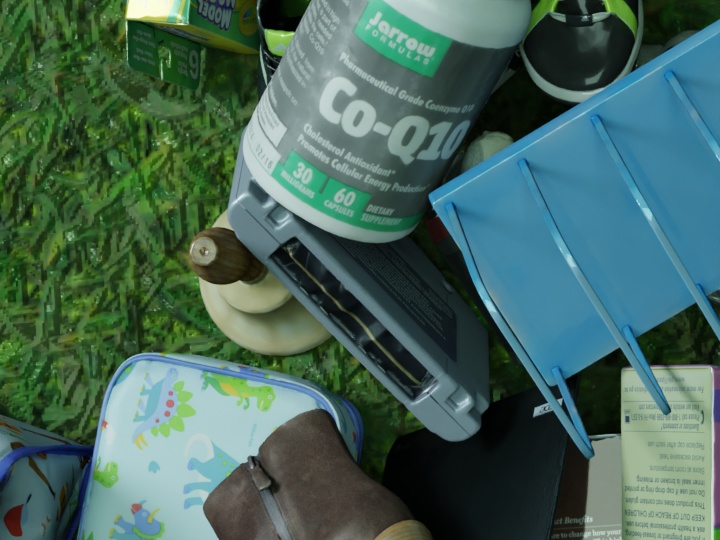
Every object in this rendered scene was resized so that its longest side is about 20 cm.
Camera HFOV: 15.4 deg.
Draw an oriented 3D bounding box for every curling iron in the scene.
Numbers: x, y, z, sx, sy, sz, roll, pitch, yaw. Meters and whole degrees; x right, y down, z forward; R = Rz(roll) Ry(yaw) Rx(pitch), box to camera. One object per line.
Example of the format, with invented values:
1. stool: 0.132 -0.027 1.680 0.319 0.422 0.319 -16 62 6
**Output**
1. curling iron: 0.044 -0.023 1.586 0.049 0.026 0.200 -23 115 37

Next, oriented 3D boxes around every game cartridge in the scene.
1. game cartridge: 0.000 0.000 1.556 0.041 0.133 0.200 -37 108 22

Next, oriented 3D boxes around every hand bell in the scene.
1. hand bell: -0.068 -0.003 1.556 0.104 0.200 0.105 0 88 10

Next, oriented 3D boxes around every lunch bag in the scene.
1. lunch bag: -0.086 0.156 1.611 0.160 0.082 0.201 11 89 12
2. lunch bag: -0.269 0.136 1.585 0.169 0.200 0.124 11 85 10

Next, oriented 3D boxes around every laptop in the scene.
1. laptop: 0.091 0.188 1.548 0.177 0.103 0.200 -24 98 49

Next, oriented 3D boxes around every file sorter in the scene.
1. file sorter: 0.164 -0.014 1.413 0.200 0.123 0.139 -31 118 7

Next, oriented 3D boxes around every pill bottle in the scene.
1. pill bottle: 0.024 -0.125 1.451 0.113 0.113 0.200 34 118 11

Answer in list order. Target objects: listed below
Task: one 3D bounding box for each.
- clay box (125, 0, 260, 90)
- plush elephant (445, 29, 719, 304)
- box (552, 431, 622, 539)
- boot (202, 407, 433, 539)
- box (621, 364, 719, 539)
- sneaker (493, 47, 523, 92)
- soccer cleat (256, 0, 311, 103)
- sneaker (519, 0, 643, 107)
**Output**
1. clay box: -0.091 -0.213 1.612 0.047 0.115 0.201 6 88 21
2. plush elephant: 0.161 -0.082 1.539 0.199 0.165 0.155 22 87 6
3. box: 0.151 0.195 1.569 0.100 0.075 0.201 -4 88 11
4. boot: -0.047 0.197 1.523 0.200 0.072 0.166 -44 52 6
5. box: 0.245 0.152 1.498 0.175 0.097 0.201 2 87 -26
6. sneaker: 0.074 -0.138 1.555 0.074 0.089 0.200 37 125 -14
7. soccer cleat: -0.037 -0.132 1.589 0.067 0.081 0.201 10 118 15
8. sneaker: 0.115 -0.190 1.461 0.071 0.083 0.201 -3 74 14
